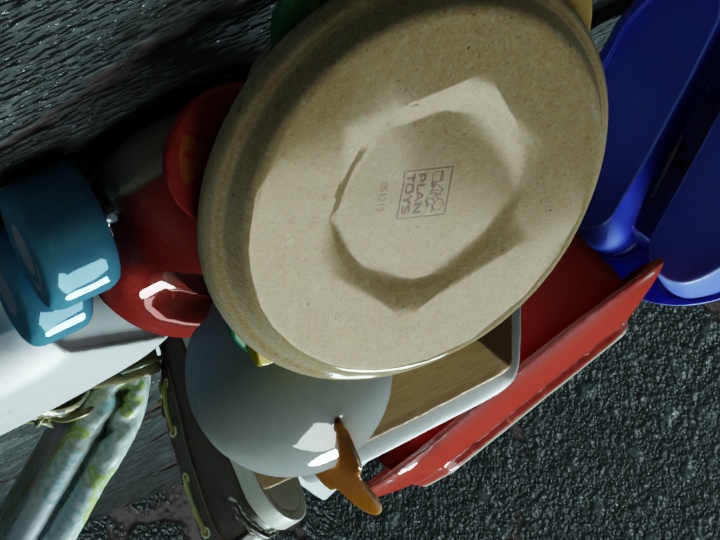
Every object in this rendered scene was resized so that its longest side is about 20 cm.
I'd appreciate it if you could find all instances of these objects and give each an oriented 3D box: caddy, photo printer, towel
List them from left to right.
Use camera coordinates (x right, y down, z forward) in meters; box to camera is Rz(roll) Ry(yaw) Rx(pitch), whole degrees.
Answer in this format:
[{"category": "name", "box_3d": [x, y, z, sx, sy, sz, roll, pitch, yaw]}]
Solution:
[{"category": "photo printer", "box_3d": [-0.203, 0.047, 1.343, 0.166, 0.070, 0.200, -27, 175, 13]}, {"category": "towel", "box_3d": [-0.201, 0.142, 1.768, 0.201, 0.048, 0.171, -60, -170, 5]}, {"category": "caddy", "box_3d": [0.196, -0.077, 1.493, 0.201, 0.141, 0.105, -61, 165, 6]}]

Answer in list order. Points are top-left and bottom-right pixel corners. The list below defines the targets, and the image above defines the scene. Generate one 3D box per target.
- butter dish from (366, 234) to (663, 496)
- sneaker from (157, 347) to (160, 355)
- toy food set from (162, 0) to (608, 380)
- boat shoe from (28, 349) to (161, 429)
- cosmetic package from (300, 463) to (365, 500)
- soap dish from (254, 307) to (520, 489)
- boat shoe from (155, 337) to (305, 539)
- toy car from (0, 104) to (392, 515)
[{"category": "butter dish", "box_3d": [0.047, 0.021, 1.449, 0.199, 0.148, 0.200, -37, 176, -9]}, {"category": "sneaker", "box_3d": [-0.092, 0.034, 1.705, 0.070, 0.081, 0.200, -25, 176, -32]}, {"category": "toy food set", "box_3d": [0.015, -0.044, 1.062, 0.197, 0.049, 0.201, -21, 129, -20]}, {"category": "boat shoe", "box_3d": [-0.190, 0.067, 1.630, 0.073, 0.063, 0.200, -22, 173, -35]}, {"category": "cosmetic package", "box_3d": [0.005, 0.047, 1.783, 0.200, 0.113, 0.081, -44, 151, 3]}, {"category": "soap dish", "box_3d": [0.004, -0.003, 1.328, 0.157, 0.081, 0.201, -28, -141, 29]}, {"category": "boat shoe", "box_3d": [-0.094, 0.084, 1.582, 0.059, 0.201, 0.072, -37, 145, 20]}, {"category": "toy car", "box_3d": [-0.048, 0.027, 1.187, 0.183, 0.201, 0.177, -24, 174, -17]}]
